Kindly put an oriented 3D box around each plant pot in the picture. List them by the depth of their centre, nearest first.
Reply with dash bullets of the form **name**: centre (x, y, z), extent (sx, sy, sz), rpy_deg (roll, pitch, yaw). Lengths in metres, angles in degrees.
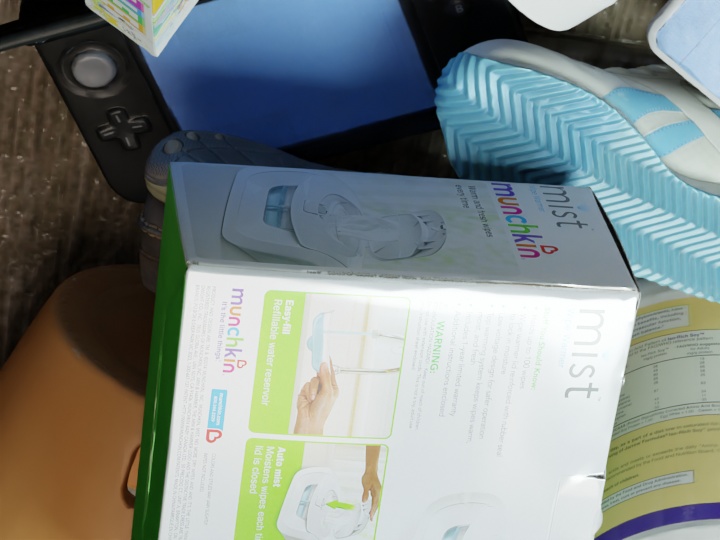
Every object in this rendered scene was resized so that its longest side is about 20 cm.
- **plant pot**: centre (-0.094, 0.090, 1.183), extent (0.199, 0.200, 0.141), rpy_deg (16, 114, -14)

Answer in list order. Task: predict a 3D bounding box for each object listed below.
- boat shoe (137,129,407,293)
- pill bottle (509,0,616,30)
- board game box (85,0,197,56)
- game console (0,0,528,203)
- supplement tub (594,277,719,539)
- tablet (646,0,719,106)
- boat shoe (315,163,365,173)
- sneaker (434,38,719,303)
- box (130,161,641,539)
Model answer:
- **boat shoe**: centre (0.000, 0.000, 1.091), extent (0.199, 0.075, 0.074), rpy_deg (16, 109, -9)
- **pill bottle**: centre (0.131, -0.179, 0.964), extent (0.200, 0.116, 0.116), rpy_deg (-32, 126, 26)
- **board game box**: centre (-0.025, -0.172, 0.895), extent (0.034, 0.134, 0.200), rpy_deg (36, 85, -1)
- **game console**: centre (-0.041, -0.081, 1.057), extent (0.199, 0.117, 0.176), rpy_deg (-13, 132, 13)
- **supplement tub**: centre (0.156, 0.091, 1.155), extent (0.144, 0.201, 0.146), rpy_deg (2, 138, 2)
- **tablet**: centre (0.223, -0.125, 1.039), extent (0.130, 0.014, 0.200), rpy_deg (38, 115, -6)
- **boat shoe**: centre (0.012, -0.014, 1.156), extent (0.199, 0.069, 0.072), rpy_deg (0, 95, -10)
- **sneaker**: centre (0.110, -0.050, 1.098), extent (0.199, 0.081, 0.077), rpy_deg (23, 126, -31)
- **box**: centre (0.004, 0.070, 1.031), extent (0.175, 0.097, 0.201), rpy_deg (2, 118, -10)
